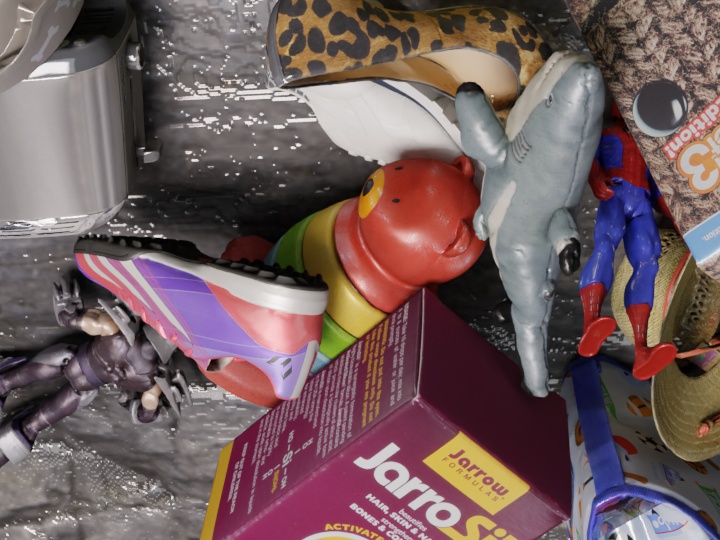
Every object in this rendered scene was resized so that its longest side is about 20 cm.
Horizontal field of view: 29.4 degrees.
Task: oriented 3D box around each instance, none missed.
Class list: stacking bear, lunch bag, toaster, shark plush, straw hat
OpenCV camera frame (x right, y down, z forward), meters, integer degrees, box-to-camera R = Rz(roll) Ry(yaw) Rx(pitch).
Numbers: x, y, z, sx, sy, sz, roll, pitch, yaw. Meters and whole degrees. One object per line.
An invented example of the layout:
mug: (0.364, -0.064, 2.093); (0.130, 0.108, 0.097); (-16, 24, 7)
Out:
stacking bear: (0.000, 0.000, 0.866); (0.113, 0.122, 0.199); (34, 134, -20)
lunch bag: (0.205, 0.173, 0.945); (0.123, 0.171, 0.201); (-31, 114, 16)
toaster: (-0.226, -0.097, 0.866); (0.197, 0.114, 0.131); (-3, 122, 5)
shark plush: (0.095, -0.024, 0.765); (0.090, 0.083, 0.203); (5, 109, -26)
straw hat: (0.211, 0.020, 0.896); (0.085, 0.200, 0.204); (25, 131, 40)

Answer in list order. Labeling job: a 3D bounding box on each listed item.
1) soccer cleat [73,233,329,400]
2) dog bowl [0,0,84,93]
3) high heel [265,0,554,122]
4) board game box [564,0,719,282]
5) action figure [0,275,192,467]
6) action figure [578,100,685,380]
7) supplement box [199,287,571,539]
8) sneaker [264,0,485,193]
soccer cleat: (-0.106, 0.022, 0.839); (0.198, 0.068, 0.074); (13, 97, 35)
dog bowl: (-0.245, -0.182, 0.786); (0.197, 0.203, 0.059); (-1, 160, 7)
high heel: (0.038, -0.100, 0.781); (0.199, 0.143, 0.071); (40, 143, -12)
board game box: (0.226, -0.112, 0.749); (0.159, 0.202, 0.096); (-35, 147, 23)
action figure: (-0.205, 0.072, 0.992); (0.198, 0.070, 0.131); (-23, 108, 14)
action figure: (0.159, -0.034, 0.814); (0.065, 0.202, 0.052); (18, 137, -13)
supplement box: (0.014, 0.129, 0.835); (0.130, 0.104, 0.200); (38, 121, -20)
sneaker: (0.034, -0.095, 0.872); (0.199, 0.077, 0.081); (36, 130, -10)
